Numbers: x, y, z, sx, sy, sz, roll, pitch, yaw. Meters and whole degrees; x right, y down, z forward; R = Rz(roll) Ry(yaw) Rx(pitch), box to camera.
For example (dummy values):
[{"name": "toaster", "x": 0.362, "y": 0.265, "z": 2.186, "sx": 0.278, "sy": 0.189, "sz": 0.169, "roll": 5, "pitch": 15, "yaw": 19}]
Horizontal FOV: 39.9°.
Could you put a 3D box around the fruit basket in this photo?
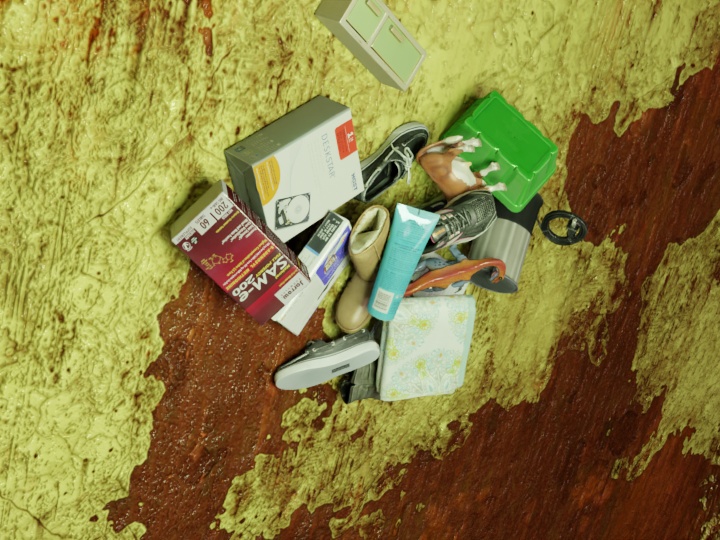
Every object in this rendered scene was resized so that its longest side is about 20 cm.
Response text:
[{"name": "fruit basket", "x": 0.258, "y": -0.216, "z": 1.840, "sx": 0.156, "sy": 0.214, "sz": 0.217, "roll": -46, "pitch": 136, "yaw": -19}]

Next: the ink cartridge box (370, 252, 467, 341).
[{"name": "ink cartridge box", "x": 0.109, "y": 0.060, "z": 1.914, "sx": 0.199, "sy": 0.043, "sz": 0.199, "roll": 28, "pitch": 90, "yaw": -45}]

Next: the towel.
[{"name": "towel", "x": 0.117, "y": 0.140, "z": 1.798, "sx": 0.168, "sy": 0.048, "sz": 0.203, "roll": -4, "pitch": 116, "yaw": -22}]

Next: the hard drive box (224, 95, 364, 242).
[{"name": "hard drive box", "x": -0.100, "y": -0.156, "z": 1.559, "sx": 0.199, "sy": 0.076, "sz": 0.158, "roll": -36, "pitch": 133, "yaw": -28}]

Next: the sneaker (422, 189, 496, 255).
[{"name": "sneaker", "x": 0.144, "y": -0.069, "z": 1.697, "sx": 0.198, "sy": 0.081, "sz": 0.086, "roll": -30, "pitch": -177, "yaw": 13}]

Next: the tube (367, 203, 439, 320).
[{"name": "tube", "x": 0.065, "y": -0.013, "z": 1.667, "sx": 0.076, "sy": 0.051, "sz": 0.203, "roll": 11, "pitch": 115, "yaw": -20}]

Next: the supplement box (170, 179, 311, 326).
[{"name": "supplement box", "x": -0.178, "y": -0.025, "z": 1.487, "sx": 0.109, "sy": 0.061, "sz": 0.200, "roll": -41, "pitch": 116, "yaw": 8}]

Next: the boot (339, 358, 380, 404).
[{"name": "boot", "x": 0.040, "y": 0.161, "z": 1.834, "sx": 0.129, "sy": 0.068, "sz": 0.203, "roll": 2, "pitch": 115, "yaw": -34}]

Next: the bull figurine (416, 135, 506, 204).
[{"name": "bull figurine", "x": 0.180, "y": -0.162, "z": 1.741, "sx": 0.199, "sy": 0.120, "sz": 0.066, "roll": 38, "pitch": 39, "yaw": -44}]

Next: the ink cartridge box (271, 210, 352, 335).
[{"name": "ink cartridge box", "x": -0.080, "y": 0.009, "z": 1.662, "sx": 0.199, "sy": 0.043, "sz": 0.200, "roll": -55, "pitch": 169, "yaw": -6}]

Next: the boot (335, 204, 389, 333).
[{"name": "boot", "x": 0.000, "y": 0.000, "z": 1.699, "sx": 0.177, "sy": 0.065, "sz": 0.200, "roll": -64, "pitch": 167, "yaw": -16}]

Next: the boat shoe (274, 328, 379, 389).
[{"name": "boat shoe", "x": -0.065, "y": 0.151, "z": 1.764, "sx": 0.197, "sy": 0.067, "sz": 0.070, "roll": -19, "pitch": 148, "yaw": -11}]

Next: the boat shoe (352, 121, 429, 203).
[{"name": "boat shoe", "x": 0.058, "y": -0.185, "z": 1.711, "sx": 0.198, "sy": 0.068, "sz": 0.074, "roll": -36, "pitch": 133, "yaw": -27}]

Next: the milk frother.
[{"name": "milk frother", "x": 0.321, "y": -0.046, "z": 1.932, "sx": 0.181, "sy": 0.197, "sz": 0.191, "roll": 48, "pitch": 58, "yaw": -60}]

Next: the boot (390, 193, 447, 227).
[{"name": "boot", "x": 0.153, "y": -0.090, "z": 1.840, "sx": 0.198, "sy": 0.090, "sz": 0.074, "roll": -18, "pitch": 123, "yaw": -38}]

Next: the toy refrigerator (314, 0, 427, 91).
[{"name": "toy refrigerator", "x": 0.022, "y": -0.373, "z": 1.573, "sx": 0.199, "sy": 0.070, "sz": 0.077, "roll": 37, "pitch": 84, "yaw": -48}]

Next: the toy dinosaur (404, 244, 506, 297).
[{"name": "toy dinosaur", "x": 0.170, "y": 0.016, "z": 1.799, "sx": 0.201, "sy": 0.178, "sz": 0.107, "roll": -62, "pitch": 142, "yaw": -56}]
